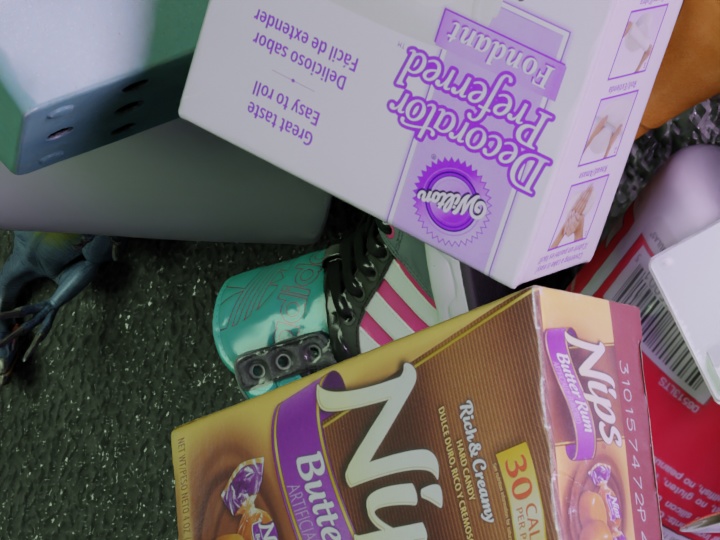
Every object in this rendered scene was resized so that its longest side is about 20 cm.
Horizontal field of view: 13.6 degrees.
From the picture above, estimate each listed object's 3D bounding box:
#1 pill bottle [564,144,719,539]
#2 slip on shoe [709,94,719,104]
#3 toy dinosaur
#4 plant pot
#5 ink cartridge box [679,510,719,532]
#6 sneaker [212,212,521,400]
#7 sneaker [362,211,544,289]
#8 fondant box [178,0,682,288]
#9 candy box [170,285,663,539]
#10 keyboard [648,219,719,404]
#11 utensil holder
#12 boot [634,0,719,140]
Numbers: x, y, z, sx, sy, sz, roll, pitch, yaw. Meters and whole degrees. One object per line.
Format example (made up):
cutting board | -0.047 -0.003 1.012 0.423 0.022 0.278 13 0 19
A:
pill bottle | 0.101 0.062 1.089 0.200 0.112 0.112 -53 45 23
slip on shoe | 0.194 -0.130 1.072 0.200 0.061 0.074 -48 36 18
toy dinosaur | -0.132 -0.010 1.427 0.182 0.199 0.105 115 139 -69
plant pot | -0.122 -0.150 1.130 0.141 0.141 0.201 124 123 -74
ink cartridge box | 0.205 0.037 0.978 0.200 0.109 0.051 -26 68 41
sneaker | 0.000 0.000 1.163 0.120 0.084 0.201 3 122 19
sneaker | 0.021 -0.071 1.252 0.079 0.075 0.201 -33 55 41
fondant box | 0.035 -0.116 0.998 0.144 0.058 0.201 27 114 24
candy box | 0.016 0.089 1.051 0.200 0.056 0.117 -23 64 43
keyboard | 0.190 -0.027 0.979 0.199 0.011 0.056 -30 68 15
utensil holder | -0.111 -0.097 1.273 0.170 0.199 0.171 -177 90 -83
boot | 0.112 -0.072 1.032 0.144 0.071 0.201 -49 45 19
